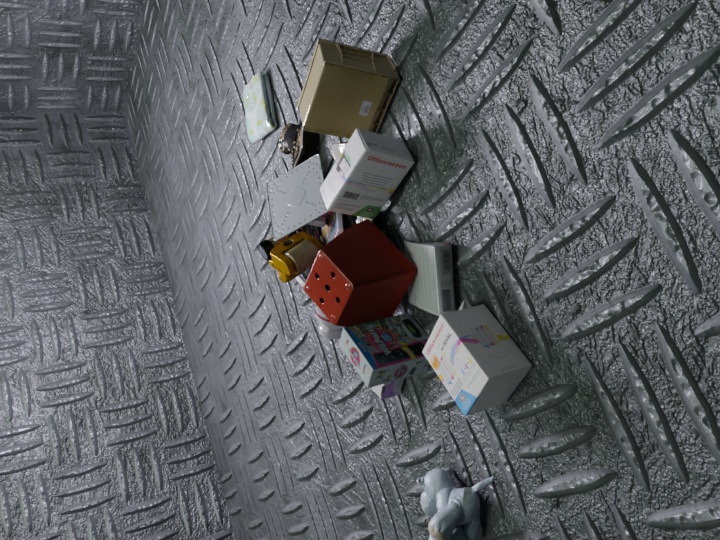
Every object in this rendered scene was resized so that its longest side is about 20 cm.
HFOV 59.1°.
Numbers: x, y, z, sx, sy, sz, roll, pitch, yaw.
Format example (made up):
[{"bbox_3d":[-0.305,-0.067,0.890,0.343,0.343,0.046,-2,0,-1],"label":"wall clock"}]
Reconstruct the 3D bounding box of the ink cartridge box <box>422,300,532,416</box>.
[{"bbox_3d":[0.233,0.176,1.335,0.201,0.124,0.129,55,140,35],"label":"ink cartridge box"}]

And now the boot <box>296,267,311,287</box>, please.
[{"bbox_3d":[-0.179,-0.043,2.001,0.201,0.072,0.091,65,151,26],"label":"boot"}]

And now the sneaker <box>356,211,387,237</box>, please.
[{"bbox_3d":[0.036,-0.060,1.650,0.079,0.073,0.202,-2,96,53],"label":"sneaker"}]

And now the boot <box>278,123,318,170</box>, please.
[{"bbox_3d":[-0.196,-0.358,1.942,0.150,0.073,0.202,25,110,54],"label":"boot"}]

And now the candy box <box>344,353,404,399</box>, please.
[{"bbox_3d":[0.046,0.214,1.701,0.200,0.071,0.169,47,135,44],"label":"candy box"}]

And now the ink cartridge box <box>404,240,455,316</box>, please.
[{"bbox_3d":[0.162,0.013,1.508,0.200,0.050,0.164,-155,59,-74],"label":"ink cartridge box"}]

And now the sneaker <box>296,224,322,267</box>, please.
[{"bbox_3d":[-0.153,-0.082,1.924,0.080,0.074,0.201,-31,70,25],"label":"sneaker"}]

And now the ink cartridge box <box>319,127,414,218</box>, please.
[{"bbox_3d":[0.014,-0.231,1.536,0.200,0.144,0.084,-53,44,37],"label":"ink cartridge box"}]

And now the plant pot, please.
[{"bbox_3d":[-0.018,0.023,1.548,0.200,0.175,0.201,46,130,26],"label":"plant pot"}]

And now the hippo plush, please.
[{"bbox_3d":[0.188,0.539,1.469,0.160,0.158,0.202,32,124,50],"label":"hippo plush"}]

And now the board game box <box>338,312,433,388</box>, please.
[{"bbox_3d":[0.070,0.189,1.533,0.148,0.198,0.065,51,139,38],"label":"board game box"}]

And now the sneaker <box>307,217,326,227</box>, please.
[{"bbox_3d":[-0.131,-0.209,1.842,0.200,0.074,0.116,-113,35,-60],"label":"sneaker"}]

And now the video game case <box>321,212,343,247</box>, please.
[{"bbox_3d":[-0.083,-0.133,1.809,0.144,0.017,0.201,115,157,-43],"label":"video game case"}]

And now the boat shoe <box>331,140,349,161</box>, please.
[{"bbox_3d":[-0.003,-0.306,1.660,0.199,0.060,0.075,19,127,57],"label":"boat shoe"}]

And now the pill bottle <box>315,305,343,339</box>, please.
[{"bbox_3d":[-0.071,0.090,1.822,0.112,0.111,0.202,39,129,48],"label":"pill bottle"}]

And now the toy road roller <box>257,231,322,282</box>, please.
[{"bbox_3d":[-0.195,-0.030,1.856,0.199,0.123,0.147,28,145,46],"label":"toy road roller"}]

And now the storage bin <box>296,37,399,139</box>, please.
[{"bbox_3d":[-0.032,-0.434,1.552,0.201,0.197,0.094,117,150,-44],"label":"storage bin"}]

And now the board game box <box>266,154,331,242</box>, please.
[{"bbox_3d":[-0.177,-0.204,1.809,0.199,0.026,0.202,-26,57,25],"label":"board game box"}]

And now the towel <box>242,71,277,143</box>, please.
[{"bbox_3d":[-0.350,-0.557,2.177,0.171,0.048,0.202,-15,85,59],"label":"towel"}]
